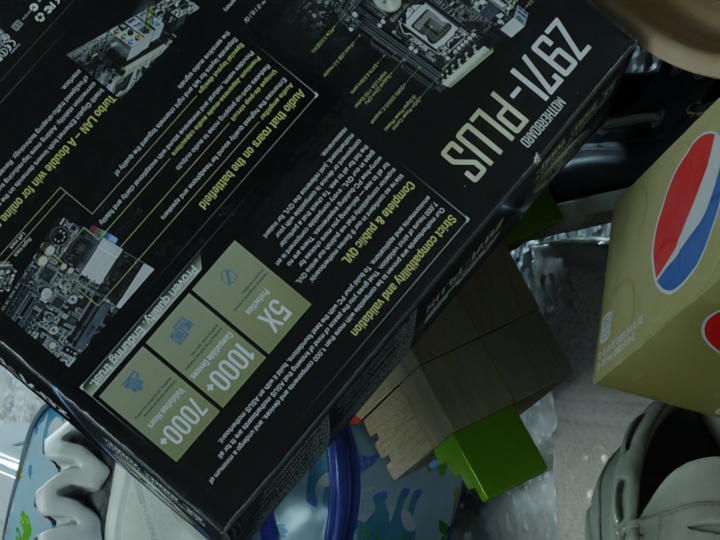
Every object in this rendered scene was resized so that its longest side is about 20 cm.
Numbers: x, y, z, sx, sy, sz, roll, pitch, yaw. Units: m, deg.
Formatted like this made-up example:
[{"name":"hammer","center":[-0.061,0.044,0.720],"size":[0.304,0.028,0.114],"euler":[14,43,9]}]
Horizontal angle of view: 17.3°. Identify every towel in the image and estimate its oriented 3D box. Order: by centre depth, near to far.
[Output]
[{"name":"towel","center":[0.132,0.055,0.825],"size":[0.200,0.034,0.133],"euler":[2,98,54]}]

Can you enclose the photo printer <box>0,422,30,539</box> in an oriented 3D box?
[{"name":"photo printer","center":[-0.144,0.191,1.206],"size":[0.166,0.069,0.201],"euler":[12,107,52]}]

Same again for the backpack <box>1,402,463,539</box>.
[{"name":"backpack","center":[-0.053,0.102,0.995],"size":[0.183,0.147,0.200],"euler":[37,121,39]}]

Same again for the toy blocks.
[{"name":"toy blocks","center":[0.000,0.000,0.868],"size":[0.200,0.100,0.137],"euler":[61,158,9]}]

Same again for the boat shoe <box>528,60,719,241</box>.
[{"name":"boat shoe","center":[0.110,-0.056,0.798],"size":[0.200,0.073,0.063],"euler":[-18,86,59]}]

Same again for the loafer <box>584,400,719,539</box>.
[{"name":"loafer","center":[0.104,0.091,0.722],"size":[0.200,0.070,0.070],"euler":[-102,25,-72]}]

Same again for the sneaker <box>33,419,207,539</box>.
[{"name":"sneaker","center":[-0.073,0.022,0.899],"size":[0.075,0.081,0.201],"euler":[65,-150,-81]}]

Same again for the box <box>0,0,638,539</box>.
[{"name":"box","center":[-0.039,-0.039,0.751],"size":[0.164,0.200,0.086],"euler":[39,170,7]}]

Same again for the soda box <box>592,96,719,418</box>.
[{"name":"soda box","center":[0.135,-0.022,0.663],"size":[0.200,0.064,0.068],"euler":[128,155,-62]}]

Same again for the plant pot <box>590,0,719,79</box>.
[{"name":"plant pot","center":[0.144,-0.159,0.706],"size":[0.201,0.093,0.201],"euler":[14,108,51]}]
